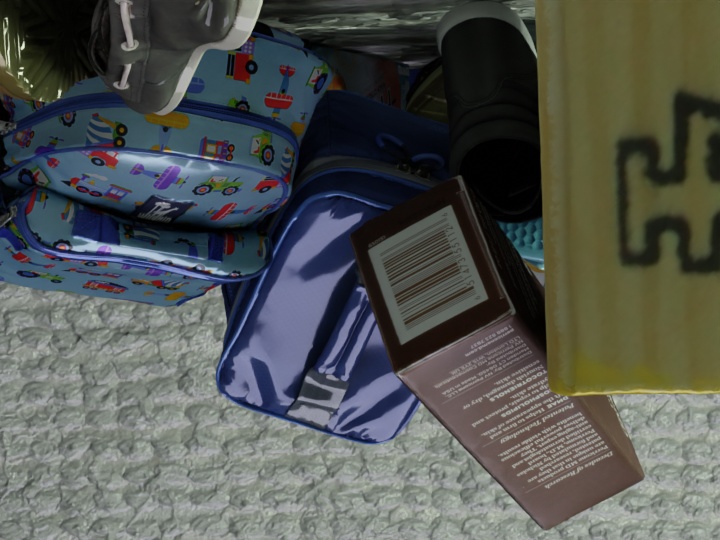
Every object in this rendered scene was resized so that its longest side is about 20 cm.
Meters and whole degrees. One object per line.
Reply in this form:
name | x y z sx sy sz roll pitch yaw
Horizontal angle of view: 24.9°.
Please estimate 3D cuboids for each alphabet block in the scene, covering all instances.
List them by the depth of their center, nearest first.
alphabet block | 0.188 -0.048 0.781 0.195 0.201 0.195 -2 -178 13

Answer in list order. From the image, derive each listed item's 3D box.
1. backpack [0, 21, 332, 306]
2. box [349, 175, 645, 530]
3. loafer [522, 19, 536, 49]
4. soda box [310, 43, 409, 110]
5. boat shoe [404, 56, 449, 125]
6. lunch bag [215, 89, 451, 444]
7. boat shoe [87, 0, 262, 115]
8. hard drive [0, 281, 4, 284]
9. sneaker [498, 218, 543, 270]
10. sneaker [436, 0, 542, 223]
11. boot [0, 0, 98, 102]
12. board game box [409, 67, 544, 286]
backpack | -0.114 -0.066 0.882 0.182 0.135 0.200 11 165 -31
box | 0.078 0.050 0.889 0.075 0.100 0.200 -28 140 11
loafer | 0.163 -0.117 0.992 0.199 0.071 0.068 -2 -178 -1
soda box | -0.031 -0.117 1.125 0.068 0.064 0.200 -1 -178 24
boat shoe | 0.062 -0.115 1.113 0.071 0.066 0.201 7 157 -7
lunch bag | 0.000 0.000 0.974 0.135 0.200 0.133 15 -143 -15
boat shoe | -0.086 -0.109 0.663 0.057 0.067 0.200 14 172 -16
hard drive | -0.183 -0.065 1.095 0.131 0.026 0.200 -21 -154 5
sneaker | 0.087 -0.042 1.108 0.199 0.080 0.131 16 -178 14
sneaker | 0.097 -0.055 0.935 0.070 0.100 0.200 -14 143 23
boot | -0.221 -0.101 0.697 0.199 0.067 0.175 -1 -179 4
board game box | 0.119 -0.056 1.214 0.199 0.201 0.041 -2 -179 27
